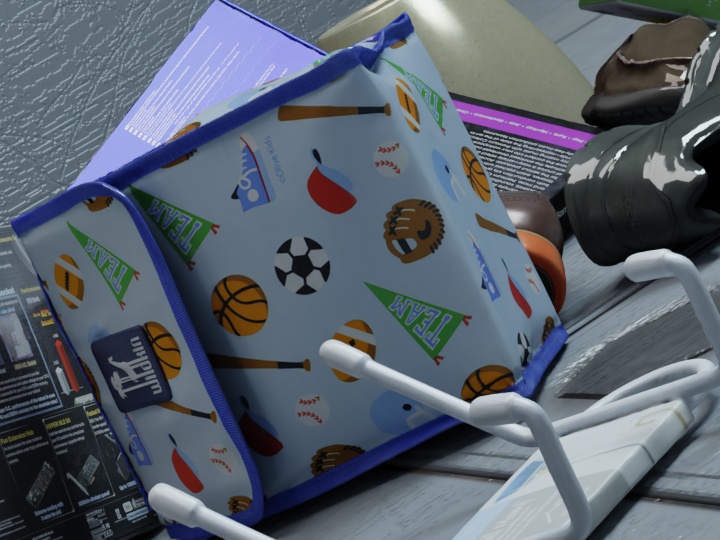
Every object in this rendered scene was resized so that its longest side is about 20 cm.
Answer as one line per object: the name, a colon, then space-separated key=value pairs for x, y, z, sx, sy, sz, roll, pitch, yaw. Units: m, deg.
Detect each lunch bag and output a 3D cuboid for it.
lunch bag: x=-0.038 y=0.011 z=1.027 sx=0.199 sy=0.171 sz=0.124 roll=-24 pitch=5 yaw=20

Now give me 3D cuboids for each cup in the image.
cup: x=0.049 y=-0.115 z=1.561 sx=0.199 sy=0.144 sz=0.200 roll=-27 pitch=9 yaw=4

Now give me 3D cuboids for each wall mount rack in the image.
wall mount rack: x=0.032 y=0.060 z=0.822 sx=0.173 sy=0.075 sz=0.200 roll=-22 pitch=10 yaw=40

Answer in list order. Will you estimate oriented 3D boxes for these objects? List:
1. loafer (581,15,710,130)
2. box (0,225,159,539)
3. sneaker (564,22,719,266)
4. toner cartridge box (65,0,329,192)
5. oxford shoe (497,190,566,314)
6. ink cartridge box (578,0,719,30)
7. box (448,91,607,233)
loafer: x=0.165 y=-0.108 z=1.298 sx=0.200 sy=0.072 sz=0.072 roll=-153 pitch=80 yaw=-80
box: x=-0.177 y=0.065 z=1.059 sx=0.049 sy=0.159 sz=0.200 roll=-24 pitch=-3 yaw=24
sneaker: x=0.186 y=-0.065 z=1.122 sx=0.090 sy=0.076 sz=0.200 roll=-3 pitch=32 yaw=49
toner cartridge box: x=-0.098 y=-0.048 z=1.303 sx=0.095 sy=0.043 sz=0.201 roll=30 pitch=76 yaw=31
oxford shoe: x=0.000 y=0.000 z=1.127 sx=0.198 sy=0.072 sz=0.073 roll=-4 pitch=39 yaw=8
ink cartridge box: x=0.186 y=-0.172 z=1.368 sx=0.198 sy=0.060 sz=0.104 roll=10 pitch=4 yaw=-9
box: x=0.036 y=-0.036 z=1.281 sx=0.142 sy=0.036 sz=0.200 roll=17 pitch=34 yaw=30
